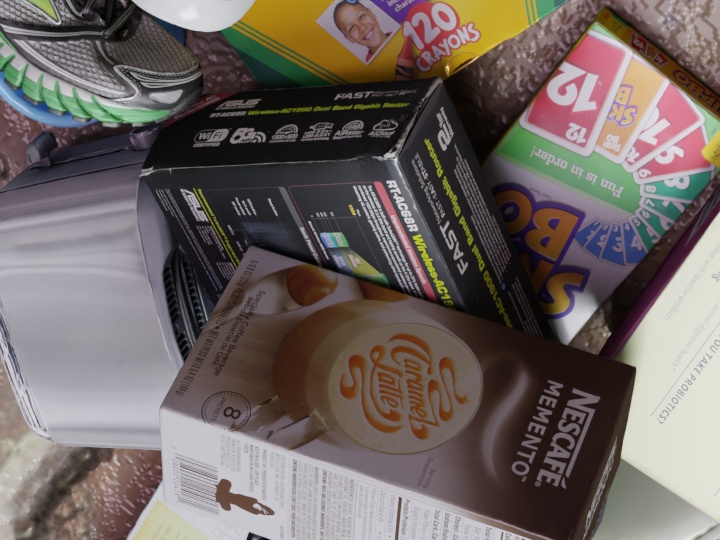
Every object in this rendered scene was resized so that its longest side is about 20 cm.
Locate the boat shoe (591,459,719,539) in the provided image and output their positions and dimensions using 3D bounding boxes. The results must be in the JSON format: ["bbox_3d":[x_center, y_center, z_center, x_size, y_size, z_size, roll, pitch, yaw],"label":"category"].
[{"bbox_3d":[0.112,0.130,1.198,0.200,0.060,0.072,-11,80,23],"label":"boat shoe"}]

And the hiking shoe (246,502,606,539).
[{"bbox_3d":[0.028,0.135,1.146,0.199,0.100,0.076,-18,79,27],"label":"hiking shoe"}]

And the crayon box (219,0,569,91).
[{"bbox_3d":[0.025,-0.156,1.087,0.199,0.058,0.119,-31,102,31],"label":"crayon box"}]

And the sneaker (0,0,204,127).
[{"bbox_3d":[-0.158,-0.145,1.094,0.200,0.078,0.085,37,121,1],"label":"sneaker"}]

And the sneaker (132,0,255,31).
[{"bbox_3d":[-0.053,-0.217,1.006,0.080,0.201,0.147,19,129,-8],"label":"sneaker"}]

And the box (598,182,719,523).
[{"bbox_3d":[0.235,0.046,1.087,0.199,0.097,0.176,33,122,3],"label":"box"}]

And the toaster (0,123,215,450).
[{"bbox_3d":[-0.121,0.018,1.200,0.128,0.114,0.201,-3,116,26],"label":"toaster"}]

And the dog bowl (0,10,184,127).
[{"bbox_3d":[-0.156,-0.167,1.157,0.111,0.050,0.201,5,116,19],"label":"dog bowl"}]

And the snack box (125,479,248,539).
[{"bbox_3d":[-0.081,0.177,1.305,0.116,0.037,0.200,35,122,3],"label":"snack box"}]

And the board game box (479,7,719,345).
[{"bbox_3d":[0.101,-0.030,1.142,0.095,0.030,0.200,38,124,-1],"label":"board game box"}]

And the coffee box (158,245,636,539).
[{"bbox_3d":[0.018,0.078,1.055,0.199,0.115,0.080,17,140,12],"label":"coffee box"}]

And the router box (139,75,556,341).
[{"bbox_3d":[0.000,0.000,1.121,0.149,0.062,0.201,0,133,32],"label":"router box"}]
